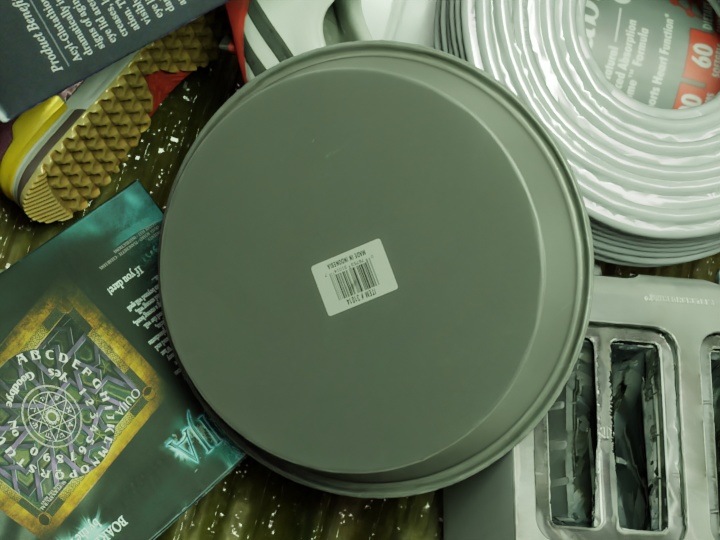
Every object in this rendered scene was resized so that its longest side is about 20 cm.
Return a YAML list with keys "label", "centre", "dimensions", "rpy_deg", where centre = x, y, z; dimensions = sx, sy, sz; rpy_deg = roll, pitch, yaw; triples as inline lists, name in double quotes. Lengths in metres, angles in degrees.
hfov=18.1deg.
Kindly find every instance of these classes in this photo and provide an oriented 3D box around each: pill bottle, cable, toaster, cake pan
- label: "pill bottle"
  centre: [0.081, -0.106, 1.112]
  dimensions: [0.199, 0.116, 0.116]
  rpy_deg: [14, 68, -10]
- label: "cable"
  centre: [0.134, -0.105, 1.028]
  dimensions: [0.199, 0.069, 0.201]
  rpy_deg: [-28, 89, -14]
- label: "toaster"
  centre: [0.130, 0.096, 1.053]
  dimensions: [0.180, 0.119, 0.201]
  rpy_deg: [5, 70, -13]
- label: "cake pan"
  centre: [0.000, 0.000, 0.978]
  dimensions: [0.199, 0.037, 0.201]
  rpy_deg: [0, 92, 16]

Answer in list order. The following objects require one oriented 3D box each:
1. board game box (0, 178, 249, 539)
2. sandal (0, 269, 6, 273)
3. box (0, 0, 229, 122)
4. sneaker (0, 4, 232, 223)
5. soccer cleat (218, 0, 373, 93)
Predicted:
- label: "board game box"
  centre: [-0.122, 0.058, 0.995]
  dimensions: [0.135, 0.028, 0.200]
  rpy_deg: [53, 42, -2]
- label: "sandal"
  centre: [-0.209, 0.065, 0.982]
  dimensions: [0.079, 0.057, 0.201]
  rpy_deg: [14, 52, 20]
- label: "box"
  centre: [-0.107, -0.179, 0.992]
  dimensions: [0.199, 0.148, 0.105]
  rpy_deg: [-28, 124, 1]
- label: "sneaker"
  centre: [-0.117, -0.122, 1.069]
  dimensions: [0.090, 0.075, 0.200]
  rpy_deg: [38, 79, 21]
- label: "soccer cleat"
  centre: [-0.015, -0.057, 1.044]
  dimensions: [0.069, 0.085, 0.201]
  rpy_deg: [-37, 127, -54]
